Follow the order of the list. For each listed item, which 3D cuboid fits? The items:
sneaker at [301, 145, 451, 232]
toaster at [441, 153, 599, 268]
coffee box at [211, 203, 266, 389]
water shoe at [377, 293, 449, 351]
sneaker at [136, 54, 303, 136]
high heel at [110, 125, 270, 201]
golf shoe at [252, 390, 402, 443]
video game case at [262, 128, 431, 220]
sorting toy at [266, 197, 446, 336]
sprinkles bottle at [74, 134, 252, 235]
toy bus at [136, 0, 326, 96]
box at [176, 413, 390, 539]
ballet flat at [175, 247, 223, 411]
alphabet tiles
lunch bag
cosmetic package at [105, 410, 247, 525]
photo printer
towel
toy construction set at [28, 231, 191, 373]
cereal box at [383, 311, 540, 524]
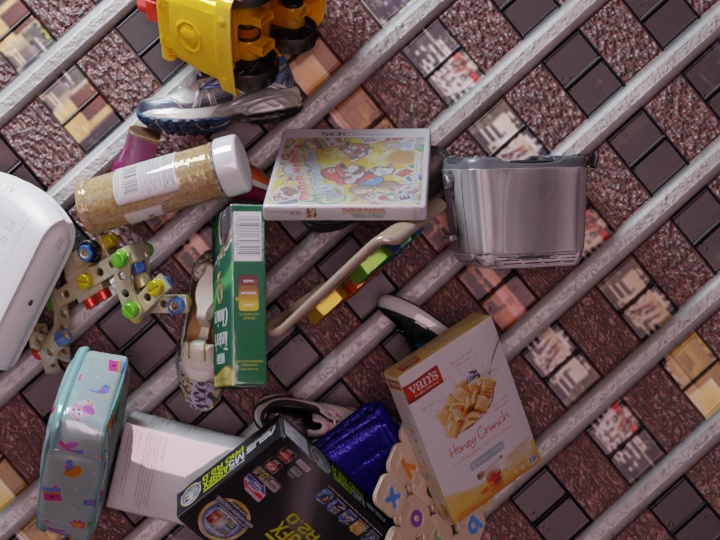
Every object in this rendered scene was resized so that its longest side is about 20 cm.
[{"bbox_3d":[0.022,-0.094,1.581,0.198,0.079,0.076,-23,91,-3],"label":"sneaker"},{"bbox_3d":[0.190,-0.072,1.567,0.197,0.113,0.131,-3,96,-19],"label":"toaster"},{"bbox_3d":[-0.138,0.033,1.497,0.043,0.123,0.204,0,85,-16],"label":"coffee box"},{"bbox_3d":[0.092,0.107,1.592,0.199,0.071,0.079,36,88,-3],"label":"water shoe"},{"bbox_3d":[-0.171,-0.214,1.579,0.197,0.077,0.087,-9,82,-9],"label":"sneaker"},{"bbox_3d":[-0.200,-0.099,1.592,0.197,0.068,0.097,21,115,-4],"label":"high heel"},{"bbox_3d":[-0.033,0.195,1.582,0.197,0.092,0.074,11,89,-4],"label":"golf shoe"},{"bbox_3d":[-0.010,-0.113,1.516,0.179,0.201,0.023,0,121,5],"label":"video game case"},{"bbox_3d":[0.000,0.000,1.498,0.199,0.185,0.037,-38,90,28],"label":"sorting toy"},{"bbox_3d":[-0.226,-0.098,1.521,0.197,0.068,0.069,-15,92,8],"label":"sprinkles bottle"},{"bbox_3d":[-0.156,-0.316,1.538,0.190,0.200,0.137,22,136,25],"label":"toy bus"},{"bbox_3d":[-0.085,0.278,1.504,0.160,0.044,0.200,-38,117,11],"label":"box"},{"bbox_3d":[-0.187,0.070,1.582,0.071,0.072,0.204,9,92,-3],"label":"ballet flat"},{"bbox_3d":[0.088,0.264,1.560,0.195,0.014,0.202,43,60,-36],"label":"alphabet tiles"},{"bbox_3d":[-0.317,0.198,1.518,0.076,0.161,0.202,12,126,-6],"label":"lunch bag"},{"bbox_3d":[-0.192,0.246,1.580,0.197,0.085,0.109,15,93,-4],"label":"cosmetic package"},{"bbox_3d":[-0.427,-0.009,1.541,0.165,0.069,0.202,26,90,29],"label":"photo printer"},{"bbox_3d":[0.018,0.263,1.566,0.147,0.050,0.201,-37,120,-2],"label":"towel"},{"bbox_3d":[-0.308,0.033,1.558,0.198,0.092,0.132,-29,91,9],"label":"toy construction set"},{"bbox_3d":[0.121,0.170,1.536,0.143,0.039,0.202,-31,113,-24],"label":"cereal box"}]
